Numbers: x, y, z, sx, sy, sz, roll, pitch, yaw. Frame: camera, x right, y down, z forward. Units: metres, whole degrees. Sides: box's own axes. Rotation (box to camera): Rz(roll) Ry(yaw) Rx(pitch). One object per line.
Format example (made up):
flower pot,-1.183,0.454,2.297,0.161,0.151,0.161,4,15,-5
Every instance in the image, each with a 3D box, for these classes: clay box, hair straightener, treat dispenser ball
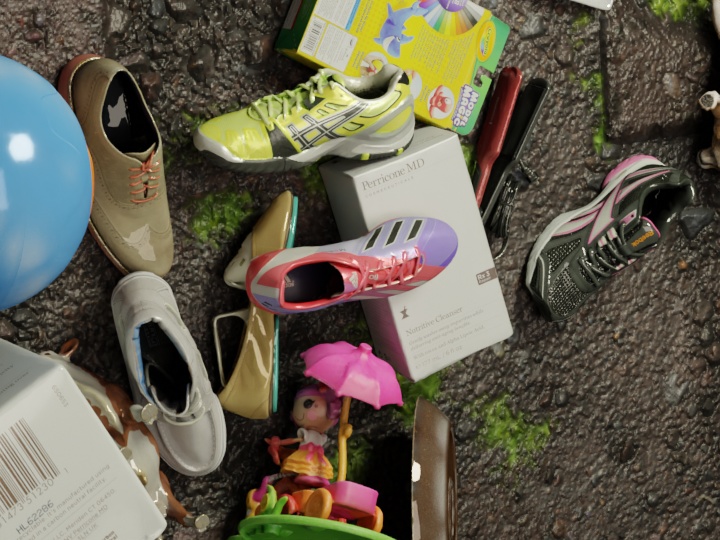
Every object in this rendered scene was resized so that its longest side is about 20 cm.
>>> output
clay box,0.032,-0.206,1.829,0.200,0.048,0.115,24,85,-33
hair straightener,0.139,-0.084,1.919,0.077,0.041,0.201,15,90,-32
treat dispenser ball,-0.300,-0.066,1.558,0.200,0.201,0.202,-6,101,-31

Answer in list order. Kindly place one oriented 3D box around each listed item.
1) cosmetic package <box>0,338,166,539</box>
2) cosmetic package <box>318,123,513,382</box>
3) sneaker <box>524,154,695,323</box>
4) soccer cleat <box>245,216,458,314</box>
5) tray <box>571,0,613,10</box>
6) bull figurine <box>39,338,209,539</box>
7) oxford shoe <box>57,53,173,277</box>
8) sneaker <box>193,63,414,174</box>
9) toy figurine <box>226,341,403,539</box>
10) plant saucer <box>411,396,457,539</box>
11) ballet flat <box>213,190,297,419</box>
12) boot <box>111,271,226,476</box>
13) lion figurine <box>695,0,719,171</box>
cosmetic package,-0.289,0.167,1.605,0.167,0.200,0.167,-40,115,-20
cosmetic package,0.050,-0.018,1.847,0.113,0.081,0.201,-25,112,-17
sneaker,0.239,-0.033,1.962,0.080,0.086,0.200,46,75,-27
soccer cleat,0.000,0.000,1.741,0.199,0.076,0.067,-10,106,-23
tray,0.208,-0.351,1.928,0.107,0.022,0.201,10,93,-32
bull figurine,-0.201,0.145,1.709,0.065,0.121,0.200,-38,121,-19
oxford shoe,-0.192,-0.078,1.697,0.070,0.075,0.201,-29,113,-27
sneaker,-0.048,-0.134,1.759,0.199,0.075,0.077,-12,127,-23
toy figurine,-0.030,0.155,1.802,0.150,0.200,0.185,21,67,-29
plant saucer,0.067,0.212,1.844,0.032,0.200,0.201,0,101,6
ballet flat,-0.094,0.029,1.785,0.063,0.069,0.201,6,93,-3
boot,-0.159,0.104,1.720,0.073,0.096,0.201,-20,117,-1
lion figurine,0.371,-0.192,2.023,0.122,0.072,0.201,21,79,-66
